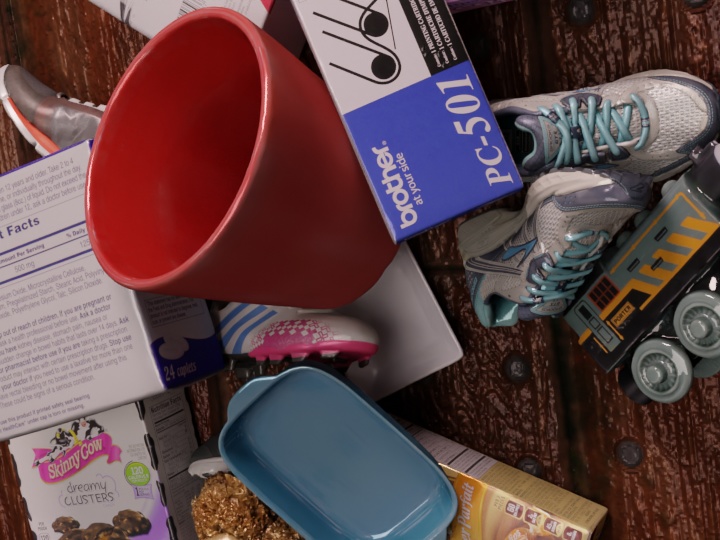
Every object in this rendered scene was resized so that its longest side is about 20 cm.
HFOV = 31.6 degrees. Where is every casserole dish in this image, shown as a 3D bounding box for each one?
[{"bbox_3d":[-0.015,0.147,0.969,0.200,0.039,0.121,43,111,-11],"label":"casserole dish"}]

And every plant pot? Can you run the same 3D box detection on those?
[{"bbox_3d":[-0.072,-0.061,0.919,0.200,0.177,0.202,-18,63,38],"label":"plant pot"}]

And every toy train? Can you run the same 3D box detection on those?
[{"bbox_3d":[0.225,0.005,0.874,0.114,0.085,0.200,48,131,17],"label":"toy train"}]

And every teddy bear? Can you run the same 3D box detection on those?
[{"bbox_3d":[-0.059,0.249,1.049,0.200,0.067,0.145,46,161,-28],"label":"teddy bear"}]

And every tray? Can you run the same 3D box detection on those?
[{"bbox_3d":[0.000,0.000,1.034,0.107,0.022,0.201,-29,87,30],"label":"tray"}]

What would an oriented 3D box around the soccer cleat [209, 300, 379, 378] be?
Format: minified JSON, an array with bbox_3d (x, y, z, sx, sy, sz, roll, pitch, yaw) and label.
[{"bbox_3d":[-0.062,0.038,1.023,0.199,0.070,0.087,-8,74,47],"label":"soccer cleat"}]

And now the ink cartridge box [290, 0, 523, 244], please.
[{"bbox_3d":[0.026,-0.127,0.847,0.094,0.044,0.201,-23,89,0],"label":"ink cartridge box"}]

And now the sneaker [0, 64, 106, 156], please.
[{"bbox_3d":[-0.236,-0.119,1.115,0.082,0.077,0.200,-44,81,1],"label":"sneaker"}]

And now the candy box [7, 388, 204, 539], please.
[{"bbox_3d":[-0.225,0.201,1.164,0.167,0.071,0.201,-11,96,29],"label":"candy box"}]

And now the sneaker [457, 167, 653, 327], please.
[{"bbox_3d":[0.139,-0.011,0.888,0.200,0.077,0.087,145,126,-61],"label":"sneaker"}]

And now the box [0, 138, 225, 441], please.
[{"bbox_3d":[-0.231,0.015,1.022,0.183,0.105,0.201,-17,90,24],"label":"box"}]

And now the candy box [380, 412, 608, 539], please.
[{"bbox_3d":[0.084,0.208,1.016,0.199,0.055,0.116,21,108,21],"label":"candy box"}]

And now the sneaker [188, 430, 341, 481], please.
[{"bbox_3d":[-0.071,0.140,1.082,0.199,0.074,0.085,-21,51,43],"label":"sneaker"}]

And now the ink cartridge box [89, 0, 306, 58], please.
[{"bbox_3d":[-0.129,-0.253,1.010,0.199,0.083,0.146,33,114,18],"label":"ink cartridge box"}]

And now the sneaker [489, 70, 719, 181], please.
[{"bbox_3d":[0.151,-0.090,0.891,0.199,0.086,0.078,-8,96,27],"label":"sneaker"}]

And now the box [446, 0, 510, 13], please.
[{"bbox_3d":[0.092,-0.290,0.882,0.175,0.097,0.201,-8,97,28],"label":"box"}]
